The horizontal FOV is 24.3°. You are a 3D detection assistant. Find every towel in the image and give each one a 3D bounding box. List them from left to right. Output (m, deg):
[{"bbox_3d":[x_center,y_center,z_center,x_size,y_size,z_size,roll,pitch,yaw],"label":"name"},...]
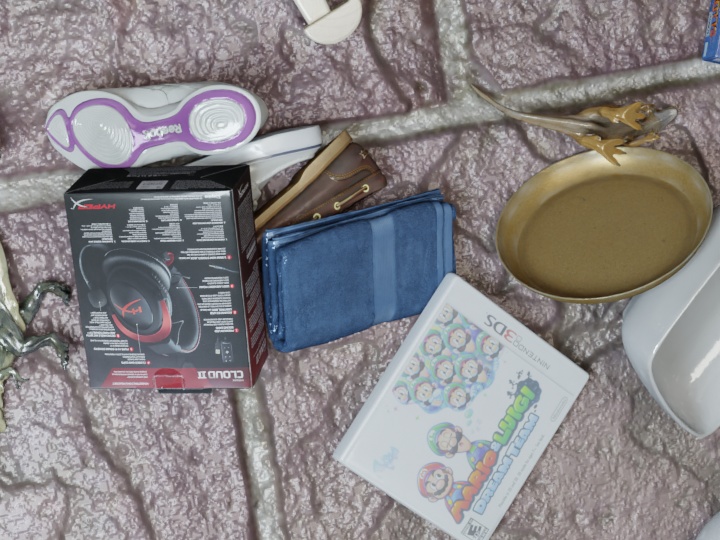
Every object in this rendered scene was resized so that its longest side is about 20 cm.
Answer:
[{"bbox_3d":[0.000,0.000,1.496,0.199,0.048,0.112,-16,115,-36],"label":"towel"}]

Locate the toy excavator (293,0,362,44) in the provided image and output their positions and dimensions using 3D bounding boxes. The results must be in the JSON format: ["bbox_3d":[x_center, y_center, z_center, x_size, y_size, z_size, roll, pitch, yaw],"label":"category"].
[{"bbox_3d":[-0.049,-0.330,1.496,0.194,0.100,0.201,32,97,-10],"label":"toy excavator"}]

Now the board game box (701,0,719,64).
[{"bbox_3d":[0.439,-0.253,1.630,0.199,0.034,0.136,11,88,-13],"label":"board game box"}]

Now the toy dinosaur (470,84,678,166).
[{"bbox_3d":[0.211,-0.133,1.559,0.199,0.106,0.061,4,97,-20],"label":"toy dinosaur"}]

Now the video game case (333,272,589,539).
[{"bbox_3d":[0.096,0.133,1.548,0.182,0.024,0.201,36,84,-25],"label":"video game case"}]

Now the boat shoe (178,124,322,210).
[{"bbox_3d":[-0.122,-0.072,1.488,0.199,0.072,0.066,-22,98,-10],"label":"boat shoe"}]

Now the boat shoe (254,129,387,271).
[{"bbox_3d":[-0.062,-0.038,1.501,0.200,0.070,0.070,-42,98,-7],"label":"boat shoe"}]

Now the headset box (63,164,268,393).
[{"bbox_3d":[-0.163,0.016,1.434,0.148,0.075,0.201,-1,110,10],"label":"headset box"}]

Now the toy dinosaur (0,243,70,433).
[{"bbox_3d":[-0.299,0.046,1.465,0.087,0.047,0.202,1,88,-6],"label":"toy dinosaur"}]

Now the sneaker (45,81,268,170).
[{"bbox_3d":[-0.176,-0.127,1.477,0.198,0.100,0.075,-1,100,10],"label":"sneaker"}]

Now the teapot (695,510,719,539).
[{"bbox_3d":[0.410,0.304,1.583,0.199,0.146,0.198,31,84,-11],"label":"teapot"}]

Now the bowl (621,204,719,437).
[{"bbox_3d":[0.325,0.039,1.559,0.200,0.075,0.200,-51,140,-6],"label":"bowl"}]

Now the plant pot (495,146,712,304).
[{"bbox_3d":[0.222,-0.038,1.524,0.199,0.200,0.028,-31,132,-10],"label":"plant pot"}]
